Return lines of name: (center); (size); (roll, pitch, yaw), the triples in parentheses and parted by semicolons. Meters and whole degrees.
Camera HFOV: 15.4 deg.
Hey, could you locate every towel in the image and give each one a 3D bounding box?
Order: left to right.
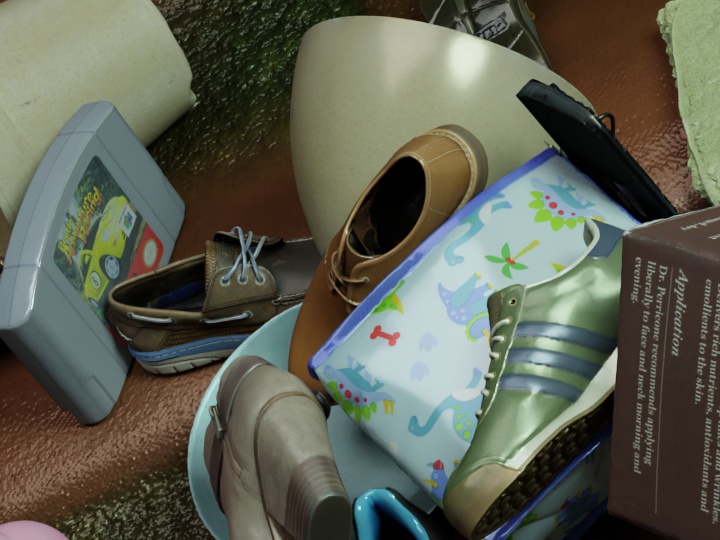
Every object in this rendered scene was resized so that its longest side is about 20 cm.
towel: (0.270, -0.129, 1.701); (0.148, 0.037, 0.200); (-22, 42, 16)

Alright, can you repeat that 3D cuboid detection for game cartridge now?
game cartridge: (-0.187, -0.012, 1.844); (0.041, 0.133, 0.200); (-7, 49, 31)

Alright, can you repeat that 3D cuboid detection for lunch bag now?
lunch bag: (0.102, 0.050, 1.549); (0.200, 0.127, 0.170); (-48, 66, 1)

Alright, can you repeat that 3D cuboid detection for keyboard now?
keyboard: (0.162, -0.060, 1.585); (0.040, 0.200, 0.104); (-51, 43, -8)

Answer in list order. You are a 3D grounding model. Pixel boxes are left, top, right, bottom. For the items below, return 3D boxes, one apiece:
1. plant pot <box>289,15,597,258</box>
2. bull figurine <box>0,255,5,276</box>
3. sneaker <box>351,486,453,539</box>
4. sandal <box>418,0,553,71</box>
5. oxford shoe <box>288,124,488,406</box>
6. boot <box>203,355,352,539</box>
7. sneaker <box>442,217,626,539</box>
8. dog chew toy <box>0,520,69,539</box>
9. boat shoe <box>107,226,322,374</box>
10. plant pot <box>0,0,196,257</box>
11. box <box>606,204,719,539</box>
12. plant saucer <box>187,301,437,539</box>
plant pot: (0.039, -0.057, 1.693); (0.200, 0.200, 0.135); (4, 69, 38)
bull figurine: (-0.316, 0.030, 1.940); (0.121, 0.065, 0.200); (-32, 29, -30)
sneaker: (0.037, 0.213, 1.502); (0.073, 0.082, 0.200); (-27, 52, 4)
sandal: (0.097, -0.166, 1.853); (0.082, 0.055, 0.200); (-32, 55, 15)
oxford shoe: (0.000, 0.000, 1.596); (0.071, 0.071, 0.200); (37, 116, 20)
boot: (-0.056, 0.156, 1.581); (0.146, 0.070, 0.200); (51, 132, 51)
sneaker: (0.097, 0.052, 1.455); (0.090, 0.067, 0.200); (40, 72, 18)
dog chew toy: (-0.166, 0.218, 1.561); (0.124, 0.200, 0.125); (-19, 44, 19)
boat shoe: (-0.079, 0.013, 1.789); (0.200, 0.072, 0.072); (-21, 43, 19)
plant pot: (-0.229, -0.127, 1.958); (0.183, 0.201, 0.200); (-35, 39, -15)
box: (0.256, 0.064, 1.387); (0.164, 0.166, 0.200); (-13, 24, -40)
plant saucer: (-0.011, 0.105, 1.668); (0.200, 0.039, 0.201); (-14, 53, 20)
